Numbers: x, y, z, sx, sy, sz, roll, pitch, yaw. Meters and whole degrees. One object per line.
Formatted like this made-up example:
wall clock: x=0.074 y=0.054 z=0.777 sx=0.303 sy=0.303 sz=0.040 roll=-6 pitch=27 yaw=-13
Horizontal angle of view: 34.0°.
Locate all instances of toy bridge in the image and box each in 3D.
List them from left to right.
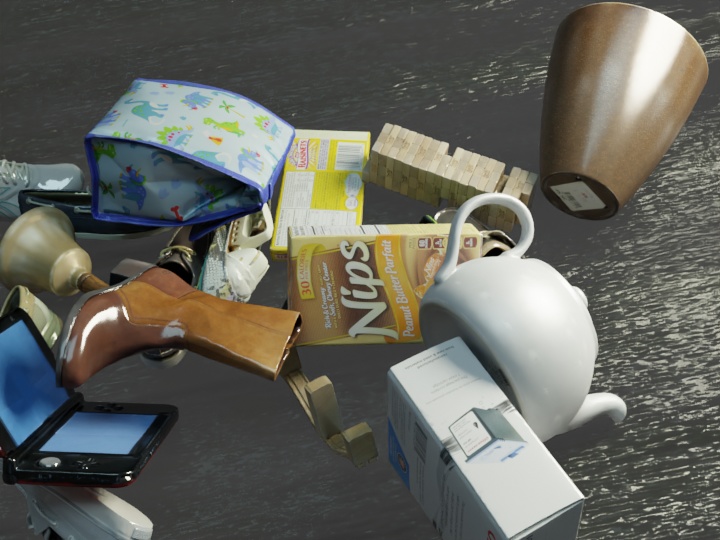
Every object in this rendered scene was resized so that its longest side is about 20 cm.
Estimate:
toy bridge: x=-0.036 y=0.138 z=1.165 sx=0.027 sy=0.068 sz=0.200 roll=-25 pitch=32 yaw=-16

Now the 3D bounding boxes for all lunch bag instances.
lunch bag: x=-0.182 y=-0.125 z=1.308 sx=0.197 sy=0.129 sz=0.171 roll=5 pitch=33 yaw=7

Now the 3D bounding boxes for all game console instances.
game console: x=-0.274 y=0.114 z=1.114 sx=0.169 sy=0.121 sz=0.200 roll=1 pitch=12 yaw=4

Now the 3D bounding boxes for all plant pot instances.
plant pot: x=0.281 y=-0.166 z=1.354 sx=0.184 sy=0.188 sz=0.202 roll=17 pitch=66 yaw=18

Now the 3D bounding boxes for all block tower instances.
block tower: x=0.101 y=-0.108 z=1.364 sx=0.197 sy=0.058 sz=0.054 roll=19 pitch=51 yaw=12

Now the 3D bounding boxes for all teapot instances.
teapot: x=0.158 y=0.058 z=1.137 sx=0.145 sy=0.201 sz=0.197 roll=-34 pitch=55 yaw=-18

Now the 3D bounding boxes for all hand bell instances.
hand bell: x=-0.286 y=0.016 z=1.255 sx=0.198 sy=0.105 sz=0.104 roll=26 pitch=55 yaw=32

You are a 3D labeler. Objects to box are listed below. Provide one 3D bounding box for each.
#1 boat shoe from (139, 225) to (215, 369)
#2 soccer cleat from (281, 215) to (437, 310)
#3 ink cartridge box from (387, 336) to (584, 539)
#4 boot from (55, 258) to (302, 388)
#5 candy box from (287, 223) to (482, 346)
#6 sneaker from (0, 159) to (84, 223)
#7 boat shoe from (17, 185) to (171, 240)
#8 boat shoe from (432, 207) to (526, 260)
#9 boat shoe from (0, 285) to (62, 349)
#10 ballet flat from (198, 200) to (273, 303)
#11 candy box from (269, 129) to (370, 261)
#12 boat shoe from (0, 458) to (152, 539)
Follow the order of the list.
boat shoe: x=-0.201 y=0.011 z=1.296 sx=0.071 sy=0.060 sz=0.202 roll=6 pitch=50 yaw=10
soccer cleat: x=0.000 y=0.000 z=1.274 sx=0.198 sy=0.082 sz=0.068 roll=-26 pitch=51 yaw=-14
ink cartridge box: x=0.105 y=0.186 z=1.062 sx=0.085 sy=0.148 sz=0.201 roll=-24 pitch=52 yaw=-19
boot: x=-0.171 y=0.075 z=1.125 sx=0.197 sy=0.069 sz=0.189 roll=19 pitch=28 yaw=9
candy box: x=0.023 y=0.014 z=1.219 sx=0.197 sy=0.117 sz=0.055 roll=-1 pitch=13 yaw=-8
sneaker: x=-0.428 y=-0.098 z=1.397 sx=0.197 sy=0.081 sz=0.071 roll=-12 pitch=47 yaw=-8
boat shoe: x=-0.298 y=-0.075 z=1.366 sx=0.197 sy=0.063 sz=0.075 roll=-2 pitch=21 yaw=7
boat shoe: x=0.146 y=-0.011 z=1.279 sx=0.074 sy=0.074 sz=0.200 roll=-28 pitch=53 yaw=-19
boat shoe: x=-0.373 y=0.106 z=1.208 sx=0.072 sy=0.063 sz=0.202 roll=-13 pitch=40 yaw=33
ballet flat: x=-0.132 y=-0.022 z=1.307 sx=0.071 sy=0.073 sz=0.202 roll=2 pitch=48 yaw=6
candy box: x=-0.045 y=-0.091 z=1.394 sx=0.100 sy=0.027 sz=0.202 roll=1 pitch=49 yaw=6
boat shoe: x=-0.281 y=0.227 z=1.115 sx=0.198 sy=0.072 sz=0.069 roll=24 pitch=85 yaw=24
